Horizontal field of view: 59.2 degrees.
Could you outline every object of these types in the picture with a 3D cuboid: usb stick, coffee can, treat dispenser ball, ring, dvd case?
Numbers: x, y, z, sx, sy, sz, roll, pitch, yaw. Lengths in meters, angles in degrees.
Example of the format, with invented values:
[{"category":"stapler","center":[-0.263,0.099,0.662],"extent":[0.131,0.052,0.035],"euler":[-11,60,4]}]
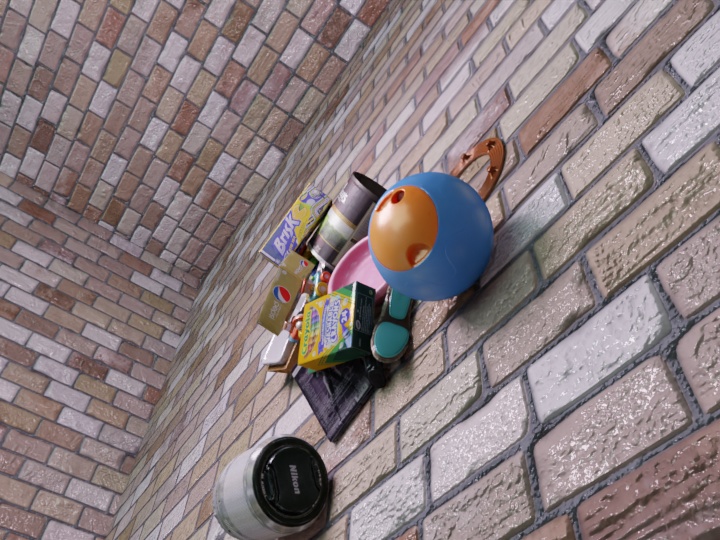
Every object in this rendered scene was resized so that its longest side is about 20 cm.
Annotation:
[{"category":"usb stick","center":[0.019,0.144,1.184],"extent":[0.032,0.056,0.201],"euler":[-24,27,6]},{"category":"coffee can","center":[-0.012,-0.104,1.472],"extent":[0.201,0.145,0.147],"euler":[-55,20,16]},{"category":"treat dispenser ball","center":[0.110,-0.053,1.002],"extent":[0.201,0.199,0.202],"euler":[-50,22,28]},{"category":"ring","center":[0.202,-0.169,1.213],"extent":[0.201,0.019,0.201],"euler":[-51,20,27]},{"category":"dvd case","center":[-0.056,0.206,1.225],"extent":[0.150,0.016,0.200],"euler":[-55,44,15]}]

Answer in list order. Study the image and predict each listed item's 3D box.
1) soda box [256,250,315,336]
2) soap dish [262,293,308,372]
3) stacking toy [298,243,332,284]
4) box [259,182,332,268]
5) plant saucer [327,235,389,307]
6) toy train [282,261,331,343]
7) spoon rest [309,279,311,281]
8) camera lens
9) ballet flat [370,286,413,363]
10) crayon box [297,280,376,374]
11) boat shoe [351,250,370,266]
[{"category":"soda box","center":[-0.173,0.056,1.445],"extent":[0.068,0.063,0.201],"euler":[-55,-6,-50]},{"category":"soap dish","center":[-0.156,0.161,1.561],"extent":[0.157,0.081,0.202],"euler":[-21,43,62]},{"category":"stacking toy","center":[-0.119,-0.030,1.547],"extent":[0.086,0.199,0.086],"euler":[-51,14,18]},{"category":"box","center":[-0.148,-0.099,1.473],"extent":[0.201,0.070,0.064],"euler":[-55,-4,-6]},{"category":"plant saucer","center":[0.024,0.006,1.290],"extent":[0.199,0.051,0.202],"euler":[-31,32,22]},{"category":"toy train","center":[-0.126,0.077,1.396],"extent":[0.150,0.055,0.203],"euler":[-129,57,-66]},{"category":"spoon rest","center":[-0.080,-0.030,1.700],"extent":[0.201,0.061,0.099],"euler":[-54,17,-24]},{"category":"camera lens","center":[-0.161,0.390,1.126],"extent":[0.200,0.159,0.162],"euler":[-39,28,47]},{"category":"ballet flat","center":[0.057,0.106,1.143],"extent":[0.201,0.067,0.076],"euler":[-73,1,-46]},{"category":"crayon box","center":[-0.056,0.112,1.193],"extent":[0.199,0.051,0.128],"euler":[-26,51,47]},{"category":"boat shoe","center":[-0.001,-0.002,1.406],"extent":[0.204,0.074,0.075],"euler":[-60,19,3]}]
